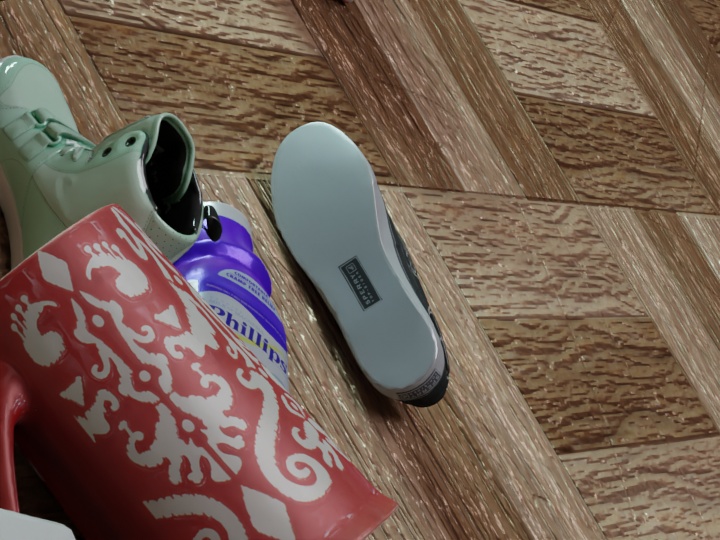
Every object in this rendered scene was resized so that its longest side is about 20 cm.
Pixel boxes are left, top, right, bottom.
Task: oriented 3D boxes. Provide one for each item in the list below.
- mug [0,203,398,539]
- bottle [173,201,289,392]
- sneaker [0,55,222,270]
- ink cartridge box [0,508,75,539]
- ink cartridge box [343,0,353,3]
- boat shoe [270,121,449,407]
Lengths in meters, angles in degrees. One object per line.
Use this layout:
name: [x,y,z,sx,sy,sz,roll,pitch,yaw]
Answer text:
mug: [-0.101,0.081,1.215,0.200,0.133,0.178,51,20,3]
bottle: [-0.079,0.040,1.394,0.084,0.065,0.200,39,26,-28]
sneaker: [-0.135,-0.060,1.361,0.074,0.118,0.200,29,32,-43]
ink cartridge box: [-0.184,0.160,0.991,0.200,0.084,0.146,25,36,-50]
ink cartridge box: [-0.053,-0.315,1.934,0.146,0.085,0.200,20,42,-54]
boat shoe: [0.000,0.000,1.622,0.200,0.069,0.057,67,7,25]
